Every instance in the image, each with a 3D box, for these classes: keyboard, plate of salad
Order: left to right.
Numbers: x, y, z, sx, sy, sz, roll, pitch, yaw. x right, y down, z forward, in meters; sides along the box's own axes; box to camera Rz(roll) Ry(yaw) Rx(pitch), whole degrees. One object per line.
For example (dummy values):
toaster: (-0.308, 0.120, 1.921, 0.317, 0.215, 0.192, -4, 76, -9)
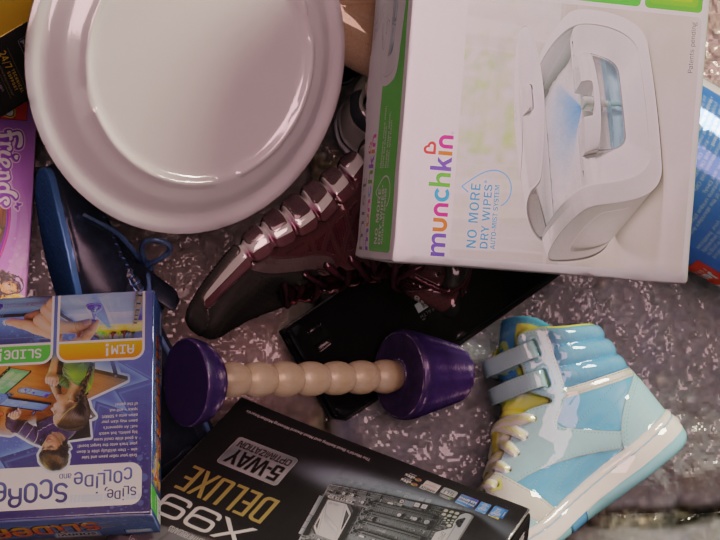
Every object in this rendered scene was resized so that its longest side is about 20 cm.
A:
plate of salad: (-0.099, -0.121, 1.080, 0.199, 0.048, 0.201, -7, 104, -31)
keyboard: (0.037, 0.002, 1.223, 0.200, 0.040, 0.104, -33, 108, -15)

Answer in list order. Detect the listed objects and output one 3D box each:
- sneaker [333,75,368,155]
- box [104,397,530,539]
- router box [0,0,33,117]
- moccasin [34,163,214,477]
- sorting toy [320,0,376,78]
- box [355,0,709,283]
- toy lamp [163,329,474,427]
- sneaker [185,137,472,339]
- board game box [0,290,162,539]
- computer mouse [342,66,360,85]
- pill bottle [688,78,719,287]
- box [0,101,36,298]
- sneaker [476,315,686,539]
sneaker: (0.074, -0.131, 1.230, 0.200, 0.071, 0.073, -36, 87, -15)
box: (-0.027, 0.165, 1.084, 0.199, 0.050, 0.158, 19, 39, 24)
router box: (-0.203, -0.194, 1.146, 0.157, 0.052, 0.200, -34, 49, -15)
moccasin: (-0.143, 0.027, 1.165, 0.068, 0.080, 0.201, -19, 97, -18)
sorting toy: (0.051, -0.203, 1.146, 0.185, 0.036, 0.201, 27, 87, -7)
box: (0.095, -0.099, 1.088, 0.176, 0.097, 0.201, 5, 91, -14)
toy lamp: (-0.018, 0.064, 1.145, 0.199, 0.058, 0.059, 0, 78, -37)
sneaker: (0.000, 0.000, 1.141, 0.200, 0.076, 0.116, -40, 83, -8)
board game box: (-0.212, 0.084, 1.077, 0.199, 0.034, 0.136, -3, 66, 2)
computer mouse: (-0.032, -0.108, 1.216, 0.200, 0.059, 0.034, -46, 105, -14)
pill bottle: (0.228, -0.053, 1.222, 0.199, 0.112, 0.113, 29, 75, -3)
box: (-0.268, -0.026, 1.162, 0.136, 0.039, 0.201, 3, 78, -10)
sneaker: (0.093, 0.106, 1.184, 0.200, 0.080, 0.131, -32, 88, -24)
